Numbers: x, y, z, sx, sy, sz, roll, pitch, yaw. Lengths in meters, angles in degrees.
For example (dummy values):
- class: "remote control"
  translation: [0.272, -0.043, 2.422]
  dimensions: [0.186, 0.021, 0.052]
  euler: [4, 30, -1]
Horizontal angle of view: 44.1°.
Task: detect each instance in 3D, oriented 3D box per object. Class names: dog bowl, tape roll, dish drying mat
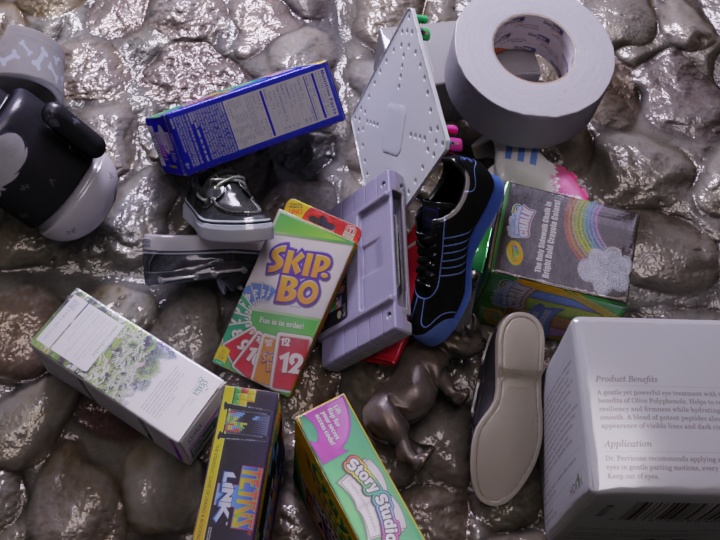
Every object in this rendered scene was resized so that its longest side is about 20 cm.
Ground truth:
- class: "dog bowl"
  translation: [-0.443, -0.213, 1.043]
  dimensions: [0.198, 0.200, 0.059]
  euler: [-14, 78, -12]
- class: "tape roll"
  translation: [0.205, -0.251, 1.087]
  dimensions: [0.198, 0.066, 0.202]
  euler: [2, 63, -5]
- class: "dish drying mat"
  translation: [0.051, 0.020, 1.018]
  dimensions: [0.076, 0.018, 0.201]
  euler: [3, 52, 40]

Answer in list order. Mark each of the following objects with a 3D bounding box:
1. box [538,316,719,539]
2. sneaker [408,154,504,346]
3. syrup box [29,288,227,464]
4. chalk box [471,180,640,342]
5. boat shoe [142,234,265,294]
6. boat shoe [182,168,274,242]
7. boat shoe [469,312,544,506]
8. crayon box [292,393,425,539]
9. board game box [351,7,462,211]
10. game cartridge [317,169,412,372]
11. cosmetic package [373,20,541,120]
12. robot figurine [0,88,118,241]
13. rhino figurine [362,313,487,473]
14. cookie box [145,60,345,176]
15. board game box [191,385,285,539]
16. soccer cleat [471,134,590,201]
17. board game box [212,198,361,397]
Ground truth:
- class: "box"
  translation: [0.288, 0.162, 0.871]
  dimensions: [0.197, 0.201, 0.173]
  euler: [1, 62, -2]
- class: "sneaker"
  translation: [0.083, -0.024, 0.940]
  dimensions: [0.077, 0.070, 0.202]
  euler: [23, 85, -37]
- class: "syrup box"
  translation: [-0.238, 0.111, 0.932]
  dimensions: [0.199, 0.082, 0.079]
  euler: [30, 64, 12]
- class: "chalk box"
  translation: [0.196, -0.008, 1.007]
  dimensions: [0.198, 0.124, 0.125]
  euler: [14, 61, 5]
- class: "boat shoe"
  translation: [-0.148, -0.007, 1.017]
  dimensions: [0.198, 0.072, 0.069]
  euler: [0, 93, -20]
- class: "boat shoe"
  translation: [-0.155, -0.077, 0.989]
  dimensions: [0.071, 0.072, 0.199]
  euler: [-4, 15, -31]
- class: "boat shoe"
  translation: [0.153, 0.146, 0.945]
  dimensions: [0.072, 0.063, 0.202]
  euler: [11, 83, -8]
- class: "crayon box"
  translation: [0.004, 0.240, 0.822]
  dimensions: [0.058, 0.173, 0.201]
  euler: [-24, 64, -17]
- class: "board game box"
  translation: [0.049, -0.165, 1.046]
  dimensions: [0.026, 0.200, 0.202]
  euler: [2, 59, -23]
- class: "game cartridge"
  translation: [0.000, 0.000, 0.992]
  dimensions: [0.038, 0.129, 0.202]
  euler: [25, 50, -38]
- class: "cosmetic package"
  translation: [0.124, -0.263, 1.169]
  dimensions: [0.198, 0.090, 0.108]
  euler: [-5, 62, -10]
- class: "robot figurine"
  translation: [-0.368, -0.122, 0.999]
  dimensions: [0.200, 0.150, 0.125]
  euler: [40, 79, -28]
- class: "rhino figurine"
  translation: [0.076, 0.118, 0.963]
  dimensions: [0.087, 0.060, 0.200]
  euler: [32, 62, 11]
- class: "cookie box"
  translation: [-0.141, -0.181, 1.055]
  dimensions: [0.198, 0.171, 0.076]
  euler: [-22, 105, -17]
- class: "board game box"
  translation: [-0.112, 0.233, 0.822]
  dimensions: [0.056, 0.166, 0.202]
  euler: [6, 60, 3]
- class: "soccer cleat"
  translation: [0.207, -0.108, 1.091]
  dimensions: [0.086, 0.070, 0.201]
  euler: [-28, 50, -4]
- class: "board game box"
  translation: [-0.078, 0.027, 0.975]
  dimensions: [0.095, 0.030, 0.202]
  euler: [23, 85, 8]
